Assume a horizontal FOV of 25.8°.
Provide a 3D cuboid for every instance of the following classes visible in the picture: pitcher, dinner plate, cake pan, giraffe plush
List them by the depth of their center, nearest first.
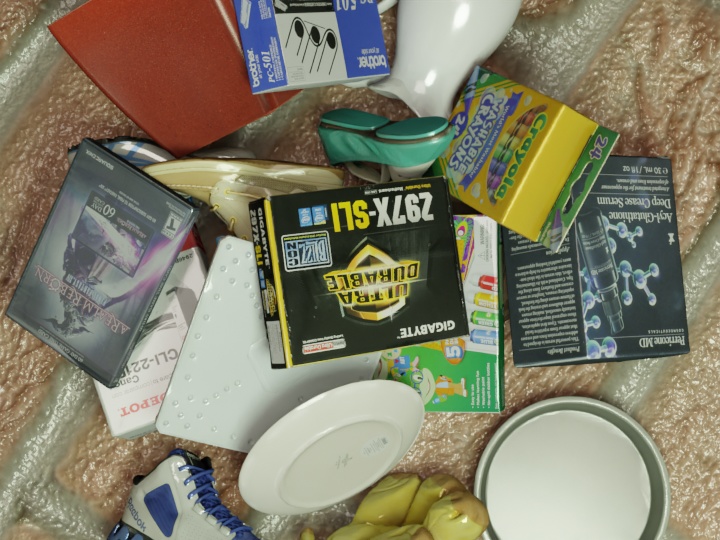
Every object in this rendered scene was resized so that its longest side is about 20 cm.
[{"bbox_3d":[-0.023,0.181,1.532,0.200,0.200,0.024,-31,56,-3],"label":"dinner plate"},{"bbox_3d":[0.044,0.315,1.546,0.199,0.172,0.163,-27,106,-13],"label":"giraffe plush"},{"bbox_3d":[0.213,0.229,1.599,0.199,0.037,0.201,0,84,1],"label":"cake pan"},{"bbox_3d":[0.067,-0.259,1.616,0.171,0.121,0.201,26,97,15],"label":"pitcher"}]

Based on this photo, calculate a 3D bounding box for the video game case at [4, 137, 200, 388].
[{"bbox_3d":[-0.253,-0.007,1.531,0.143,0.019,0.201,32,104,20],"label":"video game case"}]

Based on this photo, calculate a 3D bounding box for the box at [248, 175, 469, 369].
[{"bbox_3d":[0.000,0.000,1.492,0.199,0.049,0.161,-8,88,-28],"label":"box"}]

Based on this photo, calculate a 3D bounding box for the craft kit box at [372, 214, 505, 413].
[{"bbox_3d":[0.046,0.043,1.586,0.196,0.048,0.201,-1,92,15],"label":"craft kit box"}]

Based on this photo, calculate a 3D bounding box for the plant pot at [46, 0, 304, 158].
[{"bbox_3d":[-0.148,-0.228,1.550,0.199,0.200,0.177,-21,103,33],"label":"plant pot"}]

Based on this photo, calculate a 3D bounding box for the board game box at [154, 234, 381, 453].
[{"bbox_3d":[-0.080,0.081,1.524,0.199,0.026,0.201,16,100,-26],"label":"board game box"}]

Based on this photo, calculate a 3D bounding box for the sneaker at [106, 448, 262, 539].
[{"bbox_3d":[-0.161,0.238,1.549,0.199,0.080,0.116,10,86,31],"label":"sneaker"}]

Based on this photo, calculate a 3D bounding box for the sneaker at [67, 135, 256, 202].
[{"bbox_3d":[-0.206,-0.100,1.619,0.199,0.072,0.073,7,93,4],"label":"sneaker"}]

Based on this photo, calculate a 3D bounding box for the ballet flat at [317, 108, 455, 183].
[{"bbox_3d":[0.031,-0.121,1.575,0.067,0.200,0.071,-27,113,-31],"label":"ballet flat"}]

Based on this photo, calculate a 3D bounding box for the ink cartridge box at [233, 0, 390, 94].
[{"bbox_3d":[-0.044,-0.224,1.507,0.044,0.200,0.095,-9,94,30],"label":"ink cartridge box"}]

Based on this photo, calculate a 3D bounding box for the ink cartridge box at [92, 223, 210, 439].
[{"bbox_3d":[-0.210,0.055,1.595,0.144,0.084,0.201,-20,85,-2],"label":"ink cartridge box"}]

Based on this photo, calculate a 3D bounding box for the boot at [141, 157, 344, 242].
[{"bbox_3d":[-0.119,-0.032,1.548,0.199,0.073,0.156,3,95,-10],"label":"boot"}]

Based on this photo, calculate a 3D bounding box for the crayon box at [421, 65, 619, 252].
[{"bbox_3d":[0.146,-0.110,1.503,0.051,0.200,0.126,24,96,-33],"label":"crayon box"}]

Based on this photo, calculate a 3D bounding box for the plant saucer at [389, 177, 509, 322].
[{"bbox_3d":[0.089,-0.026,1.630,0.199,0.029,0.201,0,84,-1],"label":"plant saucer"}]

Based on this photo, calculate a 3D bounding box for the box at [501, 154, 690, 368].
[{"bbox_3d":[0.230,-0.009,1.556,0.148,0.107,0.201,-1,84,-37],"label":"box"}]
